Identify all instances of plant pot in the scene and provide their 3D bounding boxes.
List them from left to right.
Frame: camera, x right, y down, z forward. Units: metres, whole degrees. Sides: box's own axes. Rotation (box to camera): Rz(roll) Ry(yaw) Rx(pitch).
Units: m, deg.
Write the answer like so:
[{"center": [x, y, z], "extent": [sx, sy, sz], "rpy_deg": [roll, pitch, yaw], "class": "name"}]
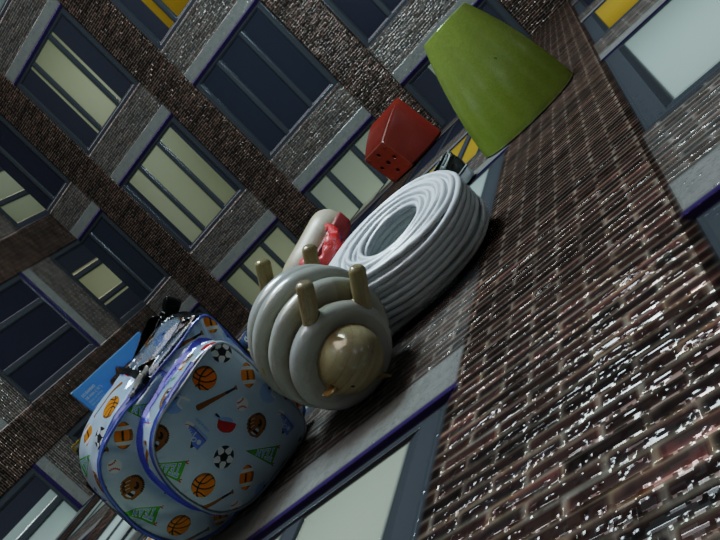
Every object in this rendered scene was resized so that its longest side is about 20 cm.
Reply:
[{"center": [0.126, -0.434, 2.384], "extent": [0.200, 0.199, 0.177], "rpy_deg": [-37, 21, 55], "class": "plant pot"}, {"center": [0.202, -0.321, 1.104], "extent": [0.187, 0.200, 0.187], "rpy_deg": [-45, 7, 7], "class": "plant pot"}]

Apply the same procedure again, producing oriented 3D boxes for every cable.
[{"center": [0.043, -0.024, 0.738], "extent": [0.200, 0.069, 0.200], "rpy_deg": [-39, 19, 13], "class": "cable"}]

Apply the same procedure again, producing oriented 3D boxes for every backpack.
[{"center": [-0.160, 0.157, 0.656], "extent": [0.191, 0.200, 0.154], "rpy_deg": [-51, 21, -19], "class": "backpack"}]

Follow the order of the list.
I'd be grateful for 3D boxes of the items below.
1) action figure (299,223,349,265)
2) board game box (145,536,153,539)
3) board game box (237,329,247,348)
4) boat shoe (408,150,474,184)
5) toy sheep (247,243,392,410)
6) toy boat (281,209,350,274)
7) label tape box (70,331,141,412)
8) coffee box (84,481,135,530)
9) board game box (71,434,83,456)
[{"center": [-0.009, -0.033, 0.875], "extent": [0.199, 0.066, 0.099], "rpy_deg": [-19, 17, -39], "class": "action figure"}, {"center": [-0.220, 0.299, 0.744], "extent": [0.096, 0.030, 0.200], "rpy_deg": [-54, 7, 13], "class": "board game box"}, {"center": [-0.402, 0.258, 2.168], "extent": [0.200, 0.035, 0.136], "rpy_deg": [-44, 7, 22], "class": "board game box"}, {"center": [0.104, -0.114, 1.048], "extent": [0.200, 0.068, 0.074], "rpy_deg": [-50, 7, -29], "class": "boat shoe"}, {"center": [-0.041, 0.053, 0.619], "extent": [0.138, 0.138, 0.200], "rpy_deg": [-47, 29, -8], "class": "toy sheep"}, {"center": [-0.038, -0.001, 1.002], "extent": [0.131, 0.130, 0.200], "rpy_deg": [-61, 4, -10], "class": "toy boat"}, {"center": [-0.206, 0.156, 0.798], "extent": [0.063, 0.200, 0.144], "rpy_deg": [-43, 7, 27], "class": "label tape box"}, {"center": [-0.320, 0.291, 1.088], "extent": [0.200, 0.114, 0.080], "rpy_deg": [-50, 8, -33], "class": "coffee box"}, {"center": [-0.388, 0.305, 1.204], "extent": [0.057, 0.165, 0.200], "rpy_deg": [-46, 6, 11], "class": "board game box"}]
